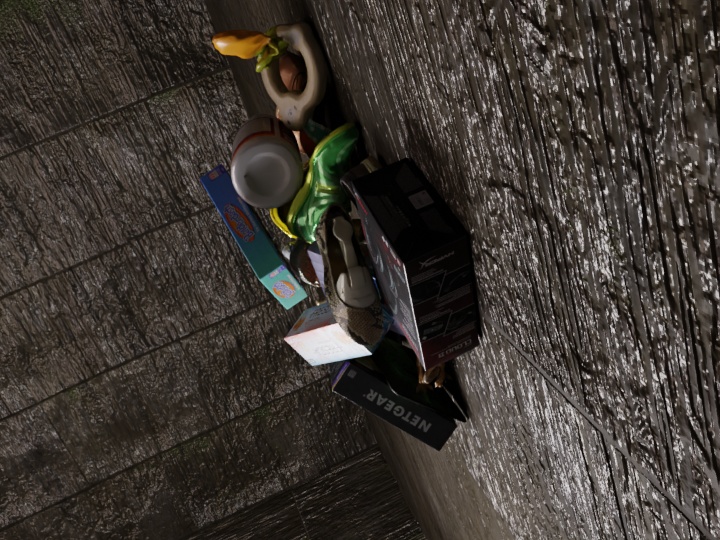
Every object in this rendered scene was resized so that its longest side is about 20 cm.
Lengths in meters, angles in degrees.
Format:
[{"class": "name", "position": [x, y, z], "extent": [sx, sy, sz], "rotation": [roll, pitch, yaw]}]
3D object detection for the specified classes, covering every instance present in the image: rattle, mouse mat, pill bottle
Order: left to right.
[{"class": "pill bottle", "position": [-0.148, -0.179, 1.164], "extent": [0.201, 0.108, 0.111], "rotation": [-109, -2, -65]}, {"class": "rattle", "position": [-0.115, -0.246, 1.063], "extent": [0.143, 0.128, 0.203], "rotation": [-39, -52, -58]}, {"class": "mouse mat", "position": [0.074, 0.157, 1.167], "extent": [0.160, 0.008, 0.200], "rotation": [27, -166, -32]}]

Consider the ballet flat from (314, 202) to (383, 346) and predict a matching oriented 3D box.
[{"class": "ballet flat", "position": [-0.016, -0.004, 0.938], "extent": [0.076, 0.067, 0.202], "rotation": [102, 155, -52]}]

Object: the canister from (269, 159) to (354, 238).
[{"class": "canister", "position": [-0.078, -0.124, 1.236], "extent": [0.086, 0.149, 0.200], "rotation": [43, 175, -12]}]

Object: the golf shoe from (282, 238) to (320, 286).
[{"class": "golf shoe", "position": [-0.092, -0.018, 1.217], "extent": [0.200, 0.096, 0.080], "rotation": [-3, -81, -74]}]

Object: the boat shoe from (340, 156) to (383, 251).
[{"class": "boat shoe", "position": [0.026, -0.053, 1.005], "extent": [0.202, 0.064, 0.073], "rotation": [69, 171, -21]}]

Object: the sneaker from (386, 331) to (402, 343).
[{"class": "sneaker", "position": [0.026, 0.073, 1.419], "extent": [0.202, 0.069, 0.100], "rotation": [58, 171, 3]}]

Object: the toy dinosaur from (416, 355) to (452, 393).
[{"class": "toy dinosaur", "position": [0.101, 0.116, 1.096], "extent": [0.200, 0.059, 0.108], "rotation": [-110, 11, -65]}]

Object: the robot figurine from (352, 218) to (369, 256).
[{"class": "robot figurine", "position": [-0.001, -0.001, 1.168], "extent": [0.201, 0.115, 0.145], "rotation": [75, -152, -51]}]

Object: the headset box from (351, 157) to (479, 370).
[{"class": "headset box", "position": [0.065, 0.001, 0.840], "extent": [0.202, 0.076, 0.150], "rotation": [77, 168, -46]}]

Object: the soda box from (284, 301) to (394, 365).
[{"class": "soda box", "position": [-0.035, 0.087, 1.078], "extent": [0.068, 0.064, 0.199], "rotation": [44, 153, -14]}]

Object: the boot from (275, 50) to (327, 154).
[{"class": "boot", "position": [-0.086, -0.257, 1.226], "extent": [0.156, 0.076, 0.202], "rotation": [-128, 23, -50]}]

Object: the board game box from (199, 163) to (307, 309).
[{"class": "board game box", "position": [-0.165, -0.050, 1.159], "extent": [0.201, 0.045, 0.152], "rotation": [56, 177, 23]}]

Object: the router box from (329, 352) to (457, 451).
[{"class": "router box", "position": [0.044, 0.178, 1.154], "extent": [0.198, 0.053, 0.158], "rotation": [32, -168, -15]}]

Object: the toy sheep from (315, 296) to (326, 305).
[{"class": "toy sheep", "position": [-0.020, 0.099, 1.561], "extent": [0.202, 0.136, 0.139], "rotation": [89, 158, -49]}]

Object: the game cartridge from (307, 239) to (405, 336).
[{"class": "game cartridge", "position": [0.020, 0.033, 1.033], "extent": [0.198, 0.039, 0.130], "rotation": [21, 152, 31]}]

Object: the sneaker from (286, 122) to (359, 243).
[{"class": "sneaker", "position": [-0.039, -0.123, 1.069], "extent": [0.083, 0.074, 0.202], "rotation": [34, 124, 12]}]
